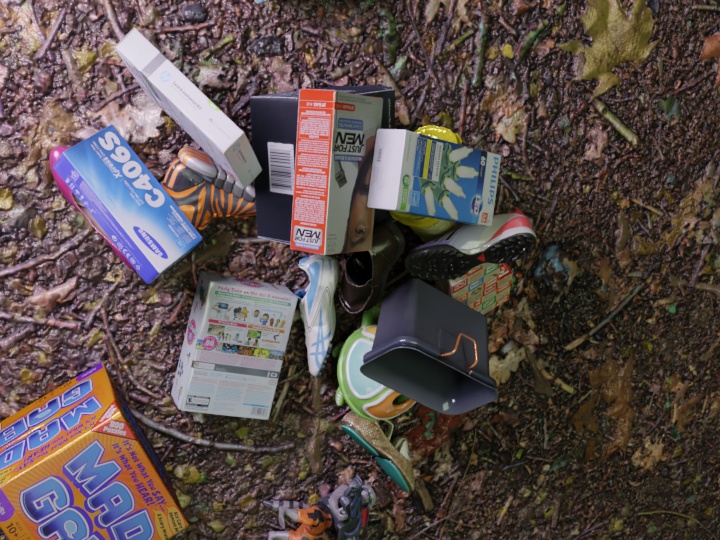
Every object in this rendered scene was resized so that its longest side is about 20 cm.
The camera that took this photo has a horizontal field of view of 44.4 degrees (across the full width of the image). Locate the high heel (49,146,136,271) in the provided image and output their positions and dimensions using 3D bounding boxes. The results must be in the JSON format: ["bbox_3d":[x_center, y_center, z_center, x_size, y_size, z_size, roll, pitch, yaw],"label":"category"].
[{"bbox_3d":[-0.351,-0.082,1.207,0.067,0.096,0.202,-34,115,-11],"label":"high heel"}]

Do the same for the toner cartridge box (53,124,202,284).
[{"bbox_3d":[-0.312,-0.091,1.194,0.201,0.043,0.095,52,46,-6],"label":"toner cartridge box"}]

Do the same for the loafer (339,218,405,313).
[{"bbox_3d":[0.000,0.000,1.313,0.071,0.073,0.201,-26,155,-33],"label":"loafer"}]

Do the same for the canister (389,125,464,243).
[{"bbox_3d":[0.128,-0.110,1.366,0.200,0.085,0.151,39,68,-59],"label":"canister"}]

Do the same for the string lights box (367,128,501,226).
[{"bbox_3d":[0.103,-0.123,1.200,0.198,0.058,0.105,5,93,-43],"label":"string lights box"}]

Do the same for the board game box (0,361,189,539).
[{"bbox_3d":[-0.388,0.291,1.231,0.198,0.199,0.202,-30,113,-14],"label":"board game box"}]

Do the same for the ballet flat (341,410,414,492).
[{"bbox_3d":[0.046,0.299,1.506,0.066,0.070,0.201,-50,122,-20],"label":"ballet flat"}]

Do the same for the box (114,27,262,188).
[{"bbox_3d":[-0.220,-0.207,1.152,0.041,0.156,0.200,-44,81,-6],"label":"box"}]

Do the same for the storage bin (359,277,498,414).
[{"bbox_3d":[0.113,0.105,1.316,0.198,0.145,0.136,27,53,-27],"label":"storage bin"}]

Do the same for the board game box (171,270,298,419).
[{"bbox_3d":[-0.193,0.116,1.350,0.145,0.064,0.204,11,100,-27],"label":"board game box"}]

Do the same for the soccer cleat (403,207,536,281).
[{"bbox_3d":[0.158,-0.040,1.309,0.196,0.074,0.069,-14,135,4],"label":"soccer cleat"}]

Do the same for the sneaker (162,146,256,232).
[{"bbox_3d":[-0.205,-0.095,1.291,0.198,0.078,0.113,25,108,-33],"label":"sneaker"}]

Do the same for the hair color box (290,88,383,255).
[{"bbox_3d":[-0.030,-0.127,1.143,0.110,0.063,0.204,-8,106,-55],"label":"hair color box"}]

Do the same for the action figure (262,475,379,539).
[{"bbox_3d":[-0.056,0.388,1.464,0.190,0.105,0.202,-9,132,-27],"label":"action figure"}]

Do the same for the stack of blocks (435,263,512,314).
[{"bbox_3d":[0.182,0.014,1.421,0.114,0.059,0.201,-29,156,-6],"label":"stack of blocks"}]

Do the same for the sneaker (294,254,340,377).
[{"bbox_3d":[-0.071,0.071,1.397,0.071,0.072,0.204,5,109,5],"label":"sneaker"}]

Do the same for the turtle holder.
[{"bbox_3d":[0.045,0.144,1.415,0.140,0.131,0.188,35,60,-21],"label":"turtle holder"}]

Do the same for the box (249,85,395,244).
[{"bbox_3d":[-0.048,-0.156,1.267,0.195,0.122,0.204,-20,114,-49],"label":"box"}]

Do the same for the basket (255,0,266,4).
[{"bbox_3d":[-0.089,-0.472,1.187,0.197,0.140,0.178,-22,116,16],"label":"basket"}]
